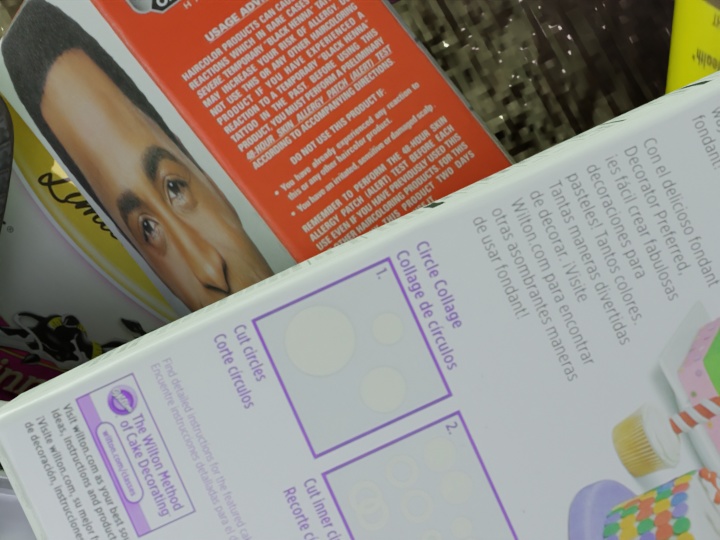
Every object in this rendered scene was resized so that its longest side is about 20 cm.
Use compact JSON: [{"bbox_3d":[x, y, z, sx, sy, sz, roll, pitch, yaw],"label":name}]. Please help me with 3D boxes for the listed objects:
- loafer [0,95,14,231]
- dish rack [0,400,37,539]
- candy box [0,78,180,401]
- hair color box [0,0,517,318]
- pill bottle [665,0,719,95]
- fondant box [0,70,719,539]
[{"bbox_3d":[-0.142,0.024,0.712,0.070,0.075,0.200,38,120,32],"label":"loafer"},{"bbox_3d":[-0.089,0.117,0.645,0.200,0.044,0.172,9,78,-2],"label":"dish rack"},{"bbox_3d":[-0.098,0.048,0.775,0.136,0.061,0.200,37,114,-6],"label":"candy box"},{"bbox_3d":[0.000,0.000,0.668,0.061,0.102,0.200,-38,90,-21],"label":"hair color box"},{"bbox_3d":[0.126,-0.008,0.683,0.109,0.109,0.200,6,113,8],"label":"pill bottle"},{"bbox_3d":[0.043,0.053,0.584,0.200,0.058,0.144,-25,91,0],"label":"fondant box"}]
